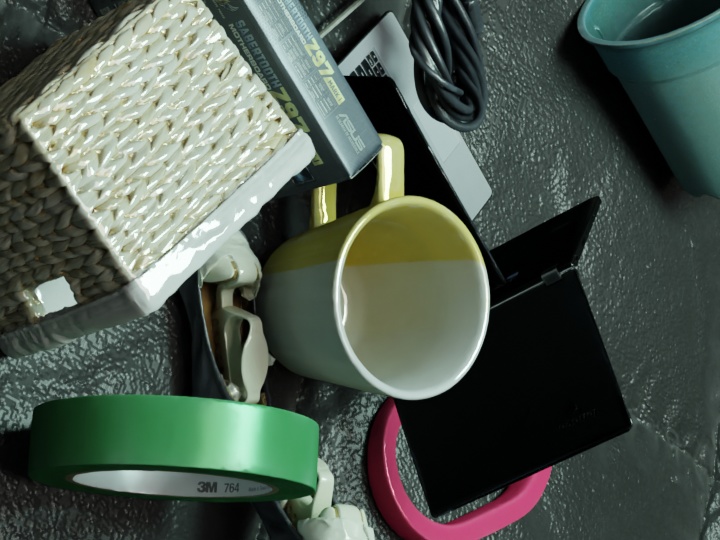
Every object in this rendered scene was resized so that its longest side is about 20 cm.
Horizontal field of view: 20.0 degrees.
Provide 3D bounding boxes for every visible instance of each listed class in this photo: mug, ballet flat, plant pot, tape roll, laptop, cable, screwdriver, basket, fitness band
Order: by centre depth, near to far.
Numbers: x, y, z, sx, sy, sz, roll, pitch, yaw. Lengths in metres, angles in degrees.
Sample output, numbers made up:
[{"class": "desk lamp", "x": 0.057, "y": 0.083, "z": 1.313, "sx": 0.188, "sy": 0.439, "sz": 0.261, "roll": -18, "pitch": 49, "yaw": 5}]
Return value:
[{"class": "basket", "x": -0.180, "y": -0.068, "z": 1.402, "sx": 0.161, "sy": 0.198, "sz": 0.200, "roll": 54, "pitch": 52, "yaw": -15}, {"class": "tape roll", "x": -0.128, "y": 0.125, "z": 1.407, "sx": 0.199, "sy": 0.200, "sz": 0.049, "roll": 15, "pitch": 73, "yaw": -40}, {"class": "ballet flat", "x": -0.032, "y": 0.186, "z": 1.487, "sx": 0.072, "sy": 0.200, "sz": 0.074, "roll": -14, "pitch": 128, "yaw": -19}, {"class": "ballet flat", "x": -0.099, "y": 0.027, "z": 1.543, "sx": 0.073, "sy": 0.073, "sz": 0.202, "roll": -1, "pitch": 83, "yaw": -42}, {"class": "mug", "x": 0.004, "y": 0.009, "z": 1.573, "sx": 0.149, "sy": 0.153, "sz": 0.188, "roll": 38, "pitch": 66, "yaw": -28}, {"class": "cable", "x": 0.070, "y": -0.196, "z": 1.574, "sx": 0.200, "sy": 0.050, "sz": 0.165, "roll": -72, "pitch": 159, "yaw": -63}, {"class": "laptop", "x": 0.123, "y": 0.065, "z": 1.612, "sx": 0.116, "sy": 0.186, "sz": 0.200, "roll": 55, "pitch": 28, "yaw": -14}, {"class": "screwdriver", "x": -0.044, "y": -0.175, "z": 1.654, "sx": 0.029, "sy": 0.028, "sz": 0.200, "roll": 44, "pitch": 54, "yaw": 8}, {"class": "laptop", "x": 0.066, "y": -0.104, "z": 1.655, "sx": 0.188, "sy": 0.115, "sz": 0.200, "roll": 60, "pitch": 39, "yaw": -17}, {"class": "fitness band", "x": 0.086, "y": 0.153, "z": 1.714, "sx": 0.199, "sy": 0.037, "sz": 0.145, "roll": -18, "pitch": 97, "yaw": -42}, {"class": "plant pot", "x": 0.331, "y": -0.187, "z": 1.906, "sx": 0.200, "sy": 0.199, "sz": 0.197, "roll": -49, "pitch": 123, "yaw": -36}]

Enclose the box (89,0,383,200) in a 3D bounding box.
[{"class": "box", "x": -0.093, "y": -0.148, "z": 1.520, "sx": 0.051, "sy": 0.157, "sz": 0.201, "roll": -46, "pitch": 112, "yaw": -37}]
